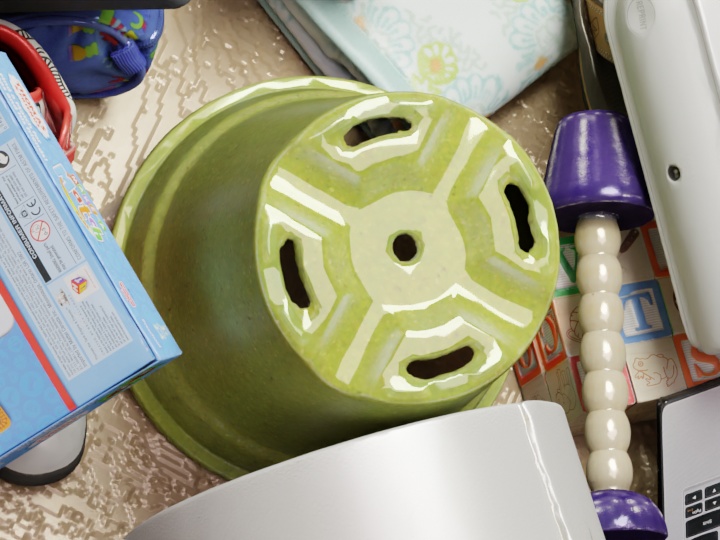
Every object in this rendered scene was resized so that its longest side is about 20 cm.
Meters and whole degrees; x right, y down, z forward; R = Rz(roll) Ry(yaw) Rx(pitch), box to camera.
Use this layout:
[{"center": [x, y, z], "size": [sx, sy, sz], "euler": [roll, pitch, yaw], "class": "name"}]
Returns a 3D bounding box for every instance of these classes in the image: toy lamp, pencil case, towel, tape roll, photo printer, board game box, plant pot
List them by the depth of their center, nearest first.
[{"center": [-0.197, 0.023, 1.225], "size": [0.200, 0.037, 0.151], "euler": [-32, 85, 13], "class": "board game box"}, {"center": [0.012, 0.152, 1.236], "size": [0.202, 0.203, 0.139], "euler": [-13, 77, -24], "class": "tape roll"}, {"center": [0.000, 0.000, 1.266], "size": [0.200, 0.184, 0.201], "euler": [1, 85, -13], "class": "plant pot"}, {"center": [0.112, 0.025, 1.330], "size": [0.058, 0.058, 0.200], "euler": [3, 75, -20], "class": "toy lamp"}, {"center": [0.197, -0.076, 1.347], "size": [0.166, 0.069, 0.200], "euler": [-15, 91, -43], "class": "photo printer"}, {"center": [-0.122, -0.181, 1.358], "size": [0.087, 0.078, 0.200], "euler": [0, 69, 18], "class": "pencil case"}, {"center": [0.023, -0.171, 1.430], "size": [0.171, 0.048, 0.200], "euler": [-38, 89, -26], "class": "towel"}]

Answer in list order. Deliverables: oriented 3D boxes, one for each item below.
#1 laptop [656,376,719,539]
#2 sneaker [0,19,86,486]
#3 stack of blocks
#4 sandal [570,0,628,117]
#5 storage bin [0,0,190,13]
[{"center": [0.249, 0.142, 1.372], "size": [0.187, 0.116, 0.200], "euler": [-18, 119, -25], "class": "laptop"}, {"center": [-0.157, -0.011, 1.275], "size": [0.067, 0.108, 0.202], "euler": [-9, 77, -23], "class": "sneaker"}, {"center": [0.169, 0.006, 1.421], "size": [0.200, 0.059, 0.115], "euler": [-10, 77, -23], "class": "stack of blocks"}, {"center": [0.147, -0.117, 1.400], "size": [0.082, 0.055, 0.200], "euler": [-5, 70, -21], "class": "sandal"}, {"center": [-0.159, -0.166, 1.237], "size": [0.134, 0.200, 0.146], "euler": [37, 62, -49], "class": "storage bin"}]
